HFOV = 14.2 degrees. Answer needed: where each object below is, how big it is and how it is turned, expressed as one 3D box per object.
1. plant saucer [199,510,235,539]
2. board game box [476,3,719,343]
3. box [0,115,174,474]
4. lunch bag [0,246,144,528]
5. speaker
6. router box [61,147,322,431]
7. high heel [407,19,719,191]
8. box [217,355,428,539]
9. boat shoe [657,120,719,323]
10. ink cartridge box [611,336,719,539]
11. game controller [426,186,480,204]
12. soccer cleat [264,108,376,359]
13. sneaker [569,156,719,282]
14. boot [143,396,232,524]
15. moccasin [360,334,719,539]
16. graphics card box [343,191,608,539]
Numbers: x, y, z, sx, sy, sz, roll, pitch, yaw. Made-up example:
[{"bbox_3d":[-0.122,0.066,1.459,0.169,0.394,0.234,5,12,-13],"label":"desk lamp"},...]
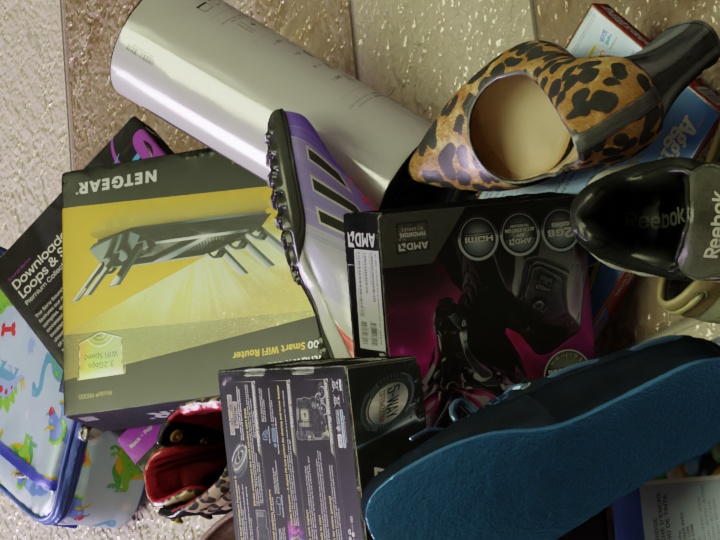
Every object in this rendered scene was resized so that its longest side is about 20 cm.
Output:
[{"bbox_3d":[-0.017,0.220,1.628,0.200,0.037,0.201,12,110,35],"label":"plant saucer"},{"bbox_3d":[0.115,-0.033,1.575,0.103,0.019,0.200,44,117,29],"label":"board game box"},{"bbox_3d":[-0.133,0.016,1.839,0.143,0.036,0.200,-45,60,7],"label":"box"},{"bbox_3d":[-0.210,0.081,1.972,0.200,0.082,0.161,33,112,53],"label":"lunch bag"},{"bbox_3d":[-0.046,-0.092,1.694,0.200,0.081,0.081,31,110,20],"label":"speaker"},{"bbox_3d":[-0.084,0.006,1.763,0.199,0.052,0.158,-9,73,22],"label":"router box"},{"bbox_3d":[0.079,-0.069,1.496,0.200,0.143,0.072,-23,100,35],"label":"high heel"},{"bbox_3d":[-0.014,0.147,1.509,0.160,0.043,0.201,-7,89,63],"label":"box"},{"bbox_3d":[0.205,-0.068,1.452,0.073,0.063,0.201,37,112,50],"label":"boat shoe"},{"bbox_3d":[0.183,0.098,1.468,0.200,0.042,0.120,-27,61,50],"label":"ink cartridge box"},{"bbox_3d":[0.075,-0.017,1.648,0.104,0.042,0.200,38,115,34],"label":"game controller"},{"bbox_3d":[0.000,0.000,1.617,0.068,0.073,0.201,101,151,-79],"label":"soccer cleat"},{"bbox_3d":[0.189,-0.021,1.384,0.199,0.090,0.067,2,92,21],"label":"sneaker"},{"bbox_3d":[-0.059,0.125,1.694,0.200,0.150,0.073,-27,61,49],"label":"boot"},{"bbox_3d":[0.095,0.090,1.437,0.068,0.199,0.081,-121,15,-68],"label":"moccasin"},{"bbox_3d":[0.062,0.062,1.529,0.051,0.125,0.201,-178,83,-67],"label":"graphics card box"}]
